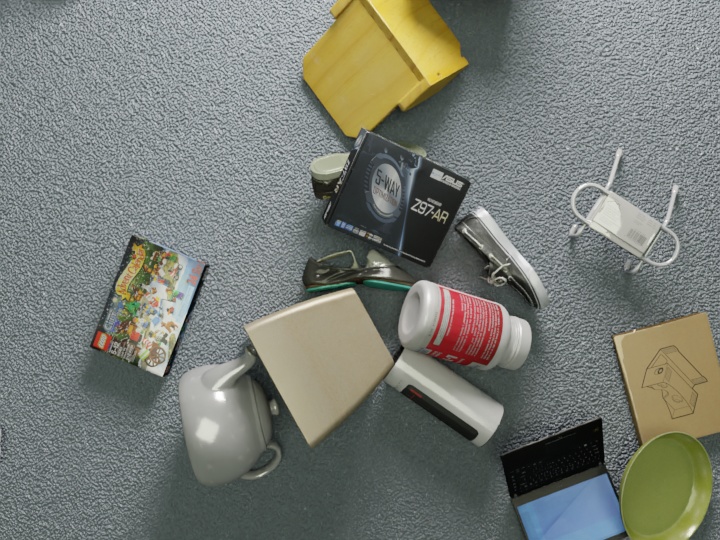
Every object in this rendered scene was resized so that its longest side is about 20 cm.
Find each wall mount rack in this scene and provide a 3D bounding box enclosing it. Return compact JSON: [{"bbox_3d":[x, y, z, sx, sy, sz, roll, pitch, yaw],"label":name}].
[{"bbox_3d":[0.446,-0.100,1.109,0.198,0.075,0.175,32,94,0],"label":"wall mount rack"}]

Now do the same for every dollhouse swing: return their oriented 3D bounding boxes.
[{"bbox_3d":[0.035,-0.354,1.125,0.201,0.176,0.181,52,49,0],"label":"dollhouse swing"}]

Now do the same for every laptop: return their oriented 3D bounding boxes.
[{"bbox_3d":[0.339,0.365,1.086,0.175,0.104,0.202,-20,128,-1],"label":"laptop"}]

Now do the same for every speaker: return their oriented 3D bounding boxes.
[{"bbox_3d":[0.135,0.201,1.102,0.199,0.081,0.082,35,90,-1],"label":"speaker"}]

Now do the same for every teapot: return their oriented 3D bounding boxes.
[{"bbox_3d":[-0.200,0.239,1.058,0.144,0.200,0.201,-12,78,-10],"label":"teapot"}]

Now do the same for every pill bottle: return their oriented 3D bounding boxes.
[{"bbox_3d":[0.170,0.095,1.076,0.197,0.112,0.114,17,90,-14],"label":"pill bottle"}]

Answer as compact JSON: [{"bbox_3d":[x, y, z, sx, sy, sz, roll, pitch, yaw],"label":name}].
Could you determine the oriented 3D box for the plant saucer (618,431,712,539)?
[{"bbox_3d":[0.498,0.362,1.099,0.197,0.031,0.204,-2,94,-22],"label":"plant saucer"}]

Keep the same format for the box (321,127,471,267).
[{"bbox_3d":[0.058,-0.114,1.073,0.198,0.044,0.162,22,104,-19],"label":"box"}]

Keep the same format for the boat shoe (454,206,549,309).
[{"bbox_3d":[0.232,-0.008,1.104,0.068,0.074,0.200,-37,90,-4],"label":"boat shoe"}]

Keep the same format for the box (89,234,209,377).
[{"bbox_3d":[-0.355,0.059,1.123,0.135,0.038,0.203,21,90,0],"label":"box"}]

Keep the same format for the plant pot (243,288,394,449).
[{"bbox_3d":[-0.061,0.133,1.054,0.175,0.200,0.202,-30,90,-11],"label":"plant pot"}]

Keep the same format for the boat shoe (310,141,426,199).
[{"bbox_3d":[0.014,-0.166,1.113,0.198,0.072,0.061,-11,131,-11],"label":"boat shoe"}]

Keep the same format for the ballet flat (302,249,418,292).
[{"bbox_3d":[0.000,0.000,1.111,0.196,0.068,0.070,0,81,0],"label":"ballet flat"}]

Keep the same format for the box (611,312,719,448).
[{"bbox_3d":[0.530,0.189,1.130,0.161,0.021,0.203,-15,91,1],"label":"box"}]
